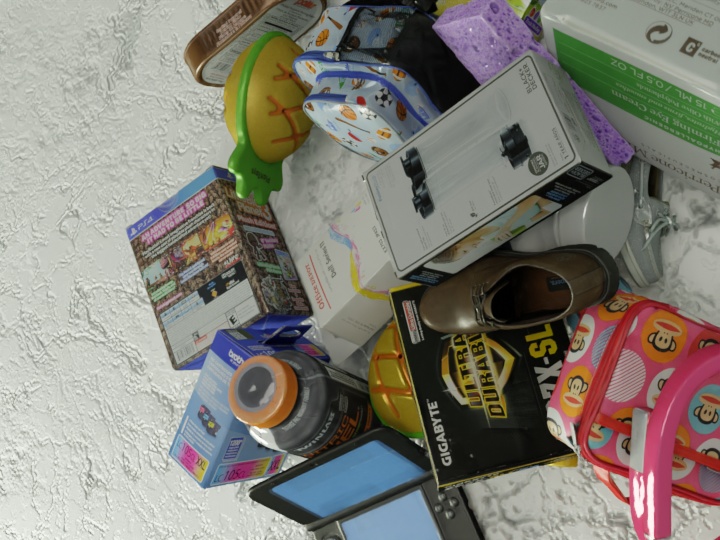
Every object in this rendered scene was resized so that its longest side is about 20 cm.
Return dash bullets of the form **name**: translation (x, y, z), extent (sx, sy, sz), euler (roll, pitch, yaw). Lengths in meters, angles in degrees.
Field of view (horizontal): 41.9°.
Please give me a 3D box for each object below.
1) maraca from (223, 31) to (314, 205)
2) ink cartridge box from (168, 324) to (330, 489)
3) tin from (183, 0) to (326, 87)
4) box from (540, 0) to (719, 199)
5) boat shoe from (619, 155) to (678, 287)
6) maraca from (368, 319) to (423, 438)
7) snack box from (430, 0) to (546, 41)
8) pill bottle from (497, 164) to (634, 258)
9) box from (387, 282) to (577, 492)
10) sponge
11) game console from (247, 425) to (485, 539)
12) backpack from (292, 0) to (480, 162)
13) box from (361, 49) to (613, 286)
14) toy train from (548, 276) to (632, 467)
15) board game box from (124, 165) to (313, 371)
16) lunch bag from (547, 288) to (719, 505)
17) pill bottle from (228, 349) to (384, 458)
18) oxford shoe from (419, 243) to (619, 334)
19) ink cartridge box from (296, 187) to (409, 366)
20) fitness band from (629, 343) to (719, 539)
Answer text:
- **maraca**: translation (-0.108, -0.179, 1.104), extent (0.107, 0.137, 0.201), euler (9, 86, 27)
- **ink cartridge box**: translation (-0.122, 0.142, 1.091), extent (0.076, 0.136, 0.201), euler (31, 105, 33)
- **tin**: translation (-0.128, -0.292, 1.153), extent (0.200, 0.112, 0.042), euler (-33, 80, 25)
- **box**: translation (0.299, -0.211, 0.827), extent (0.199, 0.171, 0.200), euler (35, 82, 28)
- **boat shoe**: translation (0.279, -0.085, 0.918), extent (0.065, 0.074, 0.203), euler (-8, 74, 29)
- **maraca**: translation (0.082, 0.084, 1.002), extent (0.137, 0.107, 0.200), euler (38, 99, 38)
- **snack box**: translation (0.152, -0.352, 1.015), extent (0.168, 0.068, 0.200), euler (36, 102, 28)
- **pill bottle**: translation (0.149, -0.068, 0.900), extent (0.200, 0.119, 0.120), euler (14, 94, 41)
- **box**: translation (0.126, 0.097, 0.914), extent (0.159, 0.049, 0.201), euler (-13, 69, 0)
- **sponge**: translation (0.160, -0.170, 0.884), extent (0.030, 0.200, 0.112), euler (-49, 19, -8)
- **game console**: translation (0.007, 0.276, 1.019), extent (0.200, 0.116, 0.176), euler (-30, 76, 26)
- **backpack**: translation (0.025, -0.200, 1.013), extent (0.190, 0.200, 0.154), euler (28, 77, 45)
- **box**: translation (0.104, -0.083, 0.823), extent (0.200, 0.060, 0.117), euler (-34, 62, 31)
- **toy train**: translation (0.222, 0.108, 0.951), extent (0.200, 0.056, 0.150), euler (-47, 57, 21)
- **board game box**: translation (-0.177, 0.001, 1.165), extent (0.159, 0.097, 0.201), euler (-31, 72, 25)
- **lunch bag**: translation (0.266, 0.125, 0.836), extent (0.177, 0.199, 0.082), euler (-68, 23, 1)
- **pill bottle**: translation (-0.057, 0.148, 1.015), extent (0.106, 0.200, 0.107), euler (-11, 67, 27)
- **oxford shoe**: translation (0.119, 0.020, 0.831), extent (0.200, 0.084, 0.073), euler (-19, 90, 44)
- **ink cartridge box**: translation (0.000, 0.000, 1.056), extent (0.200, 0.067, 0.117), euler (-46, 40, 19)
- **fitness band**: translation (0.295, 0.160, 0.789), extent (0.037, 0.143, 0.201), euler (-154, 60, -67)
